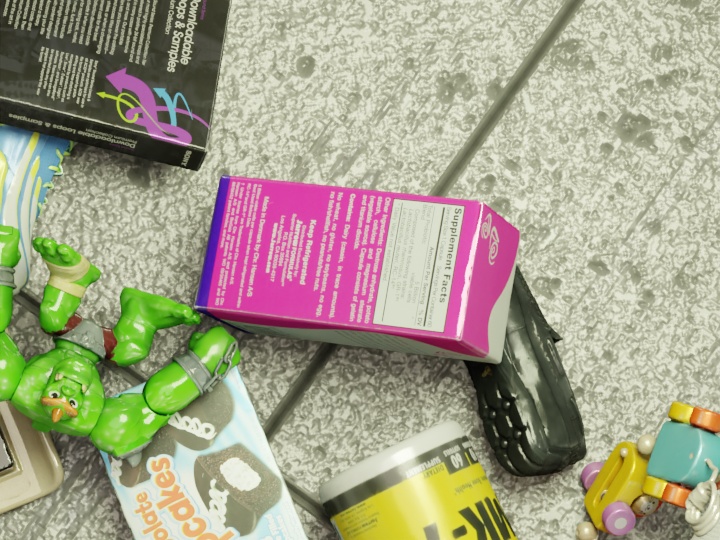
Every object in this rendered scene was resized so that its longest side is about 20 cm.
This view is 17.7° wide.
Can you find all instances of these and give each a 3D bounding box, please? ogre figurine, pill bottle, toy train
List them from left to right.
[{"bbox_3d":[-0.194,0.058,1.622,0.200,0.098,0.120,29,78,-29],"label":"ogre figurine"},{"bbox_3d":[0.062,0.217,1.625,0.114,0.114,0.200,-26,84,-5],"label":"pill bottle"},{"bbox_3d":[0.206,0.182,1.616,0.056,0.200,0.150,22,46,-22],"label":"toy train"}]

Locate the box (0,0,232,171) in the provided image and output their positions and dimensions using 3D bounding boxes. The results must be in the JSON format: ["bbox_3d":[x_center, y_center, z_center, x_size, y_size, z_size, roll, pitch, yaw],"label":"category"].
[{"bbox_3d":[-0.199,-0.159,1.668,0.200,0.036,0.143,13,58,-10],"label":"box"}]

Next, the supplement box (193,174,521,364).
[{"bbox_3d":[0.000,0.000,1.629,0.200,0.101,0.104,8,81,20],"label":"supplement box"}]

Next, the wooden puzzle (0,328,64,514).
[{"bbox_3d":[-0.336,0.107,1.668,0.200,0.037,0.185,-23,83,-4],"label":"wooden puzzle"}]

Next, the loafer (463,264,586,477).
[{"bbox_3d":[0.110,0.052,1.681,0.070,0.068,0.201,-6,72,-39],"label":"loafer"}]

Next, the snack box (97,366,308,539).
[{"bbox_3d":[-0.109,0.170,1.665,0.116,0.037,0.200,-23,83,-4],"label":"snack box"}]

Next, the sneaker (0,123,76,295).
[{"bbox_3d":[-0.238,-0.085,1.679,0.105,0.076,0.201,-10,81,-4],"label":"sneaker"}]

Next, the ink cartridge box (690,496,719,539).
[{"bbox_3d":[0.309,0.251,1.636,0.198,0.043,0.200,38,83,-15],"label":"ink cartridge box"}]
